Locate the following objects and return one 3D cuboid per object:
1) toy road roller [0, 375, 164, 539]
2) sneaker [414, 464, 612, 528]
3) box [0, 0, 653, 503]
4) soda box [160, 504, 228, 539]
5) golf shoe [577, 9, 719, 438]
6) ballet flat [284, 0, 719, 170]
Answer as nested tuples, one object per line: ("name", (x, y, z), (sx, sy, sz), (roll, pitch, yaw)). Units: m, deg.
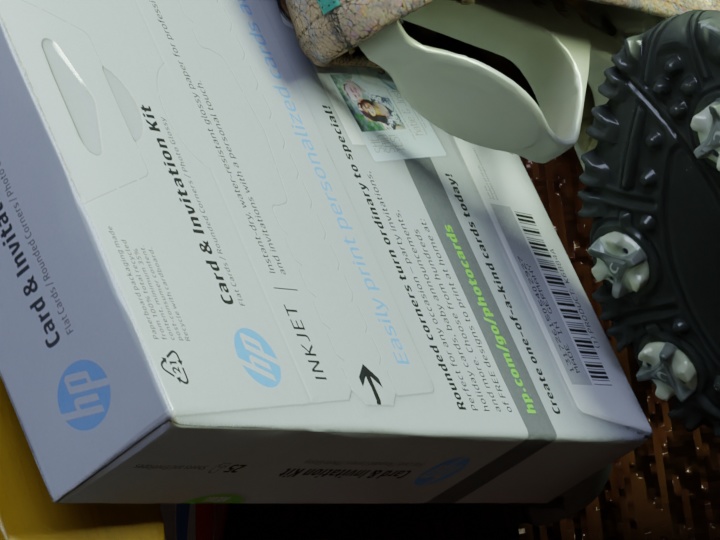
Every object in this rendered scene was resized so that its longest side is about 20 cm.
("toy road roller", (-0.093, 0.019, 0.709), (0.145, 0.123, 0.201), (2, 62, -46))
("sneaker", (0.000, 0.000, 0.840), (0.199, 0.076, 0.079), (31, 56, 30))
("box", (-0.024, -0.020, 0.694), (0.041, 0.200, 0.157), (-35, 68, 26))
("soda box", (-0.078, 0.094, 0.768), (0.063, 0.070, 0.201), (0, 48, 9))
("golf shoe", (0.119, 0.015, 0.743), (0.077, 0.201, 0.088), (-1, 33, 43))
("ballet flat", (0.053, -0.054, 0.750), (0.199, 0.068, 0.068), (12, 55, -40))
